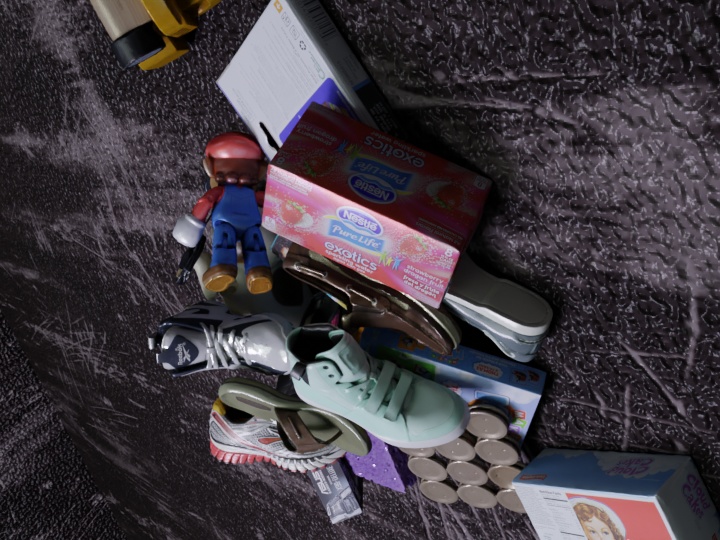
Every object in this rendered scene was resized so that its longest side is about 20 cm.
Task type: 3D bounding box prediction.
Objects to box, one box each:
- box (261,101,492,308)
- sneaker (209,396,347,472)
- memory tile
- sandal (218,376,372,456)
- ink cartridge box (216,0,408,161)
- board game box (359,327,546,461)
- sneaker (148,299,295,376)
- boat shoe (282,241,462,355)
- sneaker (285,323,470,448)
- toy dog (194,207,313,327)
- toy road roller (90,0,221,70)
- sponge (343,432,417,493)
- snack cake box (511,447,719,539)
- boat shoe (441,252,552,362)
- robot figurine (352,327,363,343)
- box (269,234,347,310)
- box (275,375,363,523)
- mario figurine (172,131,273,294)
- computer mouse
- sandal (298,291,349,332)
[{"bbox_3d":[0.014,-0.064,0.872,0.197,0.100,0.096,25,144,7],"label":"box"},{"bbox_3d":[-0.099,0.197,1.127,0.196,0.078,0.084,0,111,11],"label":"sneaker"},{"bbox_3d":[0.116,0.210,1.023,0.151,0.017,0.202,-1,135,28],"label":"memory tile"},{"bbox_3d":[-0.080,0.183,1.060,0.198,0.058,0.080,15,145,15],"label":"sandal"},{"bbox_3d":[-0.058,-0.177,0.978,0.200,0.043,0.199,56,147,-2],"label":"ink cartridge box"},{"bbox_3d":[0.091,0.138,0.997,0.197,0.037,0.153,16,138,8],"label":"board game box"},{"bbox_3d":[-0.172,0.093,1.071,0.197,0.129,0.081,21,118,35],"label":"sneaker"},{"bbox_3d":[0.007,0.033,0.922,0.201,0.075,0.075,36,166,12],"label":"boat shoe"},{"bbox_3d":[0.012,0.115,0.913,0.197,0.075,0.119,13,152,17],"label":"sneaker"},{"bbox_3d":[-0.136,0.005,1.171,0.192,0.139,0.203,24,135,40],"label":"toy dog"},{"bbox_3d":[-0.225,-0.317,1.036,0.124,0.144,0.200,62,-174,-12],"label":"toy road roller"},{"bbox_3d":[-0.004,0.184,1.145,0.111,0.030,0.203,7,126,48],"label":"sponge"},{"bbox_3d":[0.260,0.248,0.915,0.199,0.067,0.116,-13,107,57],"label":"snack cake box"},{"bbox_3d":[0.102,0.027,0.922,0.198,0.073,0.063,30,137,28],"label":"boat shoe"},{"bbox_3d":[0.023,0.121,1.133,0.146,0.058,0.200,52,148,7],"label":"robot figurine"},{"bbox_3d":[0.000,0.000,1.002,0.199,0.049,0.083,37,135,3],"label":"box"},{"bbox_3d":[-0.054,0.222,1.260,0.158,0.049,0.203,-89,-24,-70],"label":"box"},{"bbox_3d":[-0.147,-0.068,1.069,0.105,0.123,0.203,-18,63,29],"label":"mario figurine"},{"bbox_3d":[-0.199,-0.078,1.144,0.034,0.203,0.058,24,163,-18],"label":"computer mouse"},{"bbox_3d":[-0.044,0.060,1.072,0.075,0.045,0.204,19,96,45],"label":"sandal"}]
